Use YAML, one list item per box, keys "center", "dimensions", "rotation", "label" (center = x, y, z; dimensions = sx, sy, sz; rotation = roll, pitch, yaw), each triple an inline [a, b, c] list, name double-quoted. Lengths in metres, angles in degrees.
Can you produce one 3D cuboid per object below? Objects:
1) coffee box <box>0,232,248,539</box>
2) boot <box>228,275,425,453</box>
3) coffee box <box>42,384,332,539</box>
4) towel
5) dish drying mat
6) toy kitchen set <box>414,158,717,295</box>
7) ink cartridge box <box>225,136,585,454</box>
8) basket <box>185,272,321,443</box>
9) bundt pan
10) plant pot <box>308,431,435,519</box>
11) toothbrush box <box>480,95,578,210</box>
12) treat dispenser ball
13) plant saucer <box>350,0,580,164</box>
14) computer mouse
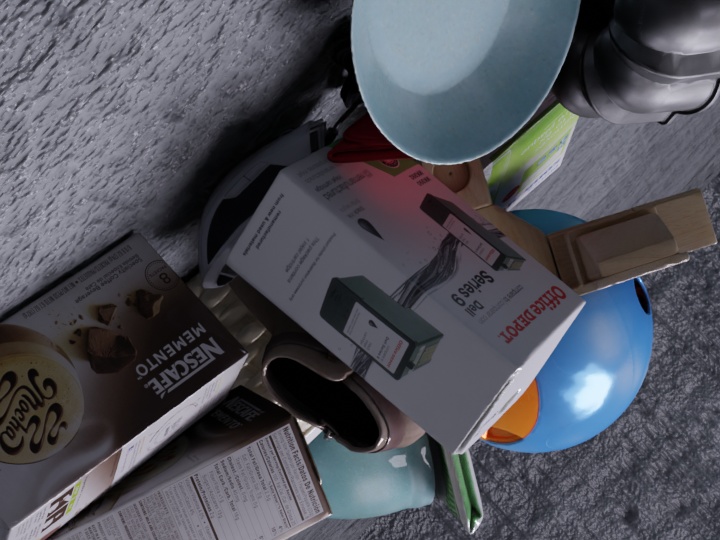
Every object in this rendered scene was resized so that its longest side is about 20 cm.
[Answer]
- center: [-0.183, 0.081, 1.119]
  dimensions: [0.200, 0.113, 0.080]
  rotation: [-36, 166, -34]
  label: "coffee box"
- center: [-0.035, 0.048, 1.209]
  dimensions: [0.071, 0.199, 0.146]
  rotation: [-63, 170, 20]
  label: "boot"
- center: [-0.134, 0.162, 1.189]
  dimensions: [0.199, 0.080, 0.114]
  rotation: [-26, -164, -18]
  label: "coffee box"
- center: [0.049, 0.124, 1.477]
  dimensions: [0.023, 0.154, 0.200]
  rotation: [-19, -167, -13]
  label: "towel"
- center: [0.050, -0.118, 1.217]
  dimensions: [0.076, 0.018, 0.200]
  rotation: [-2, -157, 27]
  label: "dish drying mat"
- center: [0.147, -0.071, 1.300]
  dimensions: [0.198, 0.182, 0.163]
  rotation: [-17, 178, -10]
  label: "toy kitchen set"
- center: [0.034, 0.008, 1.179]
  dimensions: [0.084, 0.200, 0.146]
  rotation: [-56, 170, 28]
  label: "ink cartridge box"
- center: [-0.109, 0.087, 1.341]
  dimensions: [0.200, 0.136, 0.124]
  rotation: [-41, 163, -14]
  label: "basket"
- center: [0.164, -0.189, 1.192]
  dimensions: [0.075, 0.203, 0.202]
  rotation: [-20, 155, -36]
  label: "bundt pan"
- center: [-0.037, 0.123, 1.490]
  dimensions: [0.133, 0.202, 0.201]
  rotation: [-19, 162, -12]
  label: "plant pot"
- center: [0.104, -0.109, 1.497]
  dimensions: [0.145, 0.086, 0.200]
  rotation: [-40, 169, -15]
  label: "toothbrush box"
- center: [0.143, 0.050, 1.482]
  dimensions: [0.201, 0.201, 0.201]
  rotation: [-42, 168, -11]
  label: "treat dispenser ball"
- center: [0.058, -0.168, 1.104]
  dimensions: [0.200, 0.039, 0.203]
  rotation: [-19, 118, -38]
  label: "plant saucer"
- center: [-0.053, -0.075, 1.201]
  dimensions: [0.200, 0.044, 0.110]
  rotation: [-51, 172, 1]
  label: "computer mouse"
